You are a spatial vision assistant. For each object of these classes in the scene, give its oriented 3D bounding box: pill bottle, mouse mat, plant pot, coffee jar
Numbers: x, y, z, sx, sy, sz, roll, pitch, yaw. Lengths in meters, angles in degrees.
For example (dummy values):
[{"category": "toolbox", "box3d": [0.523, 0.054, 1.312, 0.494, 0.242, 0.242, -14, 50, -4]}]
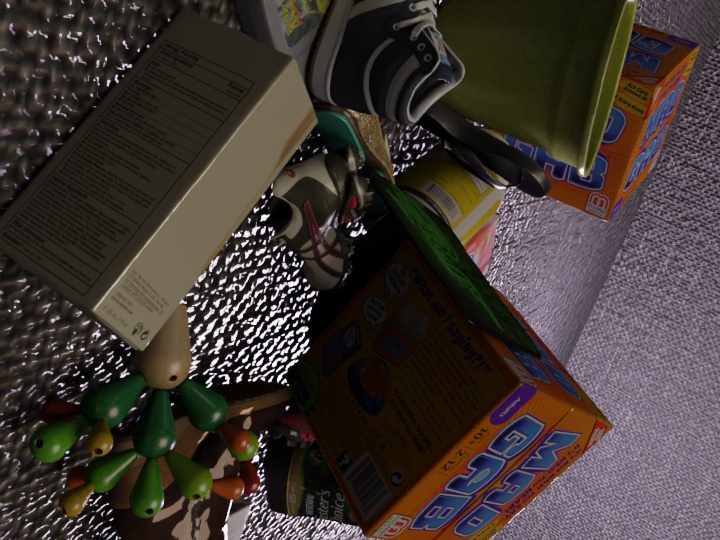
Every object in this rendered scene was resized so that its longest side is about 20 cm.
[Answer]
[{"category": "pill bottle", "box3d": [0.104, -0.089, 0.933, 0.200, 0.111, 0.112, -42, 149, -37]}, {"category": "mouse mat", "box3d": [0.084, -0.009, 0.717, 0.008, 0.201, 0.161, -43, 144, 15]}, {"category": "plant pot", "box3d": [0.174, -0.218, 0.825, 0.200, 0.183, 0.202, 17, 90, -72]}, {"category": "coffee jar", "box3d": [-0.020, 0.258, 0.955, 0.105, 0.198, 0.086, 91, 11, -45]}]

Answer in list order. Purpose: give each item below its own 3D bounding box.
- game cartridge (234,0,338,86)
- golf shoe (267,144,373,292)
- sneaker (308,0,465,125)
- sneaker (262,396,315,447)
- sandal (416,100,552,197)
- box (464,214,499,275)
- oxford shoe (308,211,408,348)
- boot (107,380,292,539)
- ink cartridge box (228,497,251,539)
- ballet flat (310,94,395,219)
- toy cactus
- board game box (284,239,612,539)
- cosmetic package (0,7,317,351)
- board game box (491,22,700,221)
[{"category": "game cartridge", "box3d": [-0.042, -0.235, 0.584, 0.133, 0.041, 0.201, -46, 152, -24]}, {"category": "golf shoe", "box3d": [-0.048, -0.044, 0.747, 0.087, 0.078, 0.201, -9, 149, -15]}, {"category": "sneaker", "box3d": [0.040, -0.210, 0.596, 0.070, 0.108, 0.201, -14, 128, -60]}, {"category": "sneaker", "box3d": [-0.047, 0.142, 0.928, 0.200, 0.071, 0.099, -10, 125, -63]}, {"category": "sandal", "box3d": [0.118, -0.129, 0.856, 0.043, 0.199, 0.076, -62, -166, -3]}, {"category": "box", "box3d": [0.085, -0.004, 1.005, 0.200, 0.094, 0.103, -42, 149, -39]}, {"category": "oxford shoe", "box3d": [0.000, 0.000, 0.855, 0.072, 0.085, 0.200, 29, 112, -26]}, {"category": "boot", "box3d": [-0.141, 0.204, 0.742, 0.199, 0.072, 0.168, -17, 105, -41]}, {"category": "ink cartridge box", "box3d": [-0.199, 0.330, 0.824, 0.116, 0.067, 0.201, -8, 121, -61]}, {"category": "ballet flat", "box3d": [0.003, -0.122, 0.758, 0.200, 0.070, 0.066, 69, 39, -64]}, {"category": "toy cactus", "box3d": [-0.163, 0.111, 0.632, 0.199, 0.102, 0.167, 11, 76, -33]}, {"category": "board game box", "box3d": [0.086, 0.132, 0.798, 0.200, 0.200, 0.199, -48, 137, 15]}, {"category": "cosmetic package", "box3d": [-0.128, -0.062, 0.511, 0.201, 0.105, 0.071, -53, 156, -15]}, {"category": "board game box", "box3d": [0.323, -0.229, 1.111, 0.200, 0.199, 0.201, -39, 147, -43]}]
